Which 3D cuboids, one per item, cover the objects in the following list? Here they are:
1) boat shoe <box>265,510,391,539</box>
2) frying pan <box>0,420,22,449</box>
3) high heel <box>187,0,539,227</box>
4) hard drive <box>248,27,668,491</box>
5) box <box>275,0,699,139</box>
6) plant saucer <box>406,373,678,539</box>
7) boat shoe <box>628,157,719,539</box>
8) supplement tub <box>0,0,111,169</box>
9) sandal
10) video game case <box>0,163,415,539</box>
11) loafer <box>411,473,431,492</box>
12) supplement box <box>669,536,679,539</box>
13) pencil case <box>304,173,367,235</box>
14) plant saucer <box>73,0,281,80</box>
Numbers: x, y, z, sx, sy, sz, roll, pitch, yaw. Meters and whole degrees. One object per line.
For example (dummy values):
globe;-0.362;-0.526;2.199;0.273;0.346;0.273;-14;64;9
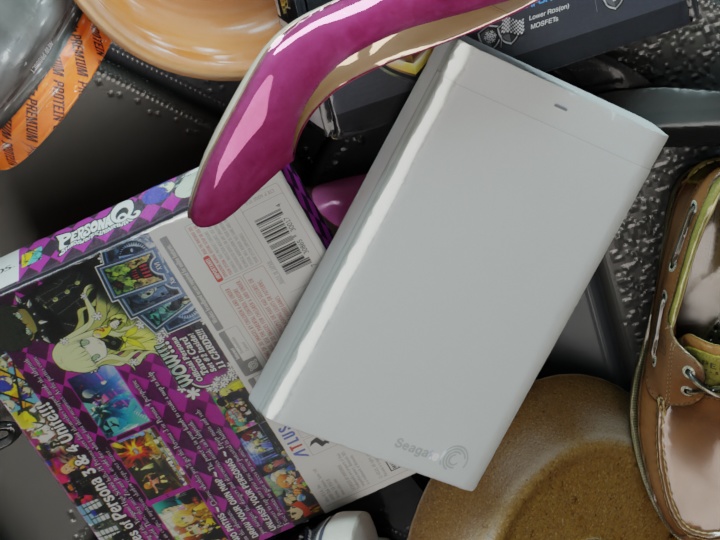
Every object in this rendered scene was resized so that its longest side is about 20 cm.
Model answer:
boat shoe;-0.034;0.166;1.466;0.092;0.200;0.075;-5;78;5
frying pan;-0.283;0.104;1.499;0.190;0.031;0.115;-42;113;12
high heel;0.007;-0.086;1.276;0.096;0.067;0.201;35;80;0
hard drive;0.047;-0.002;1.359;0.131;0.026;0.201;21;103;-32
box;0.047;-0.185;1.331;0.199;0.050;0.200;-18;112;-15
plant saucer;0.107;0.156;1.484;0.199;0.035;0.202;-10;106;-38
boat shoe;0.175;0.044;1.440;0.071;0.068;0.202;-1;94;-1
supplement tub;-0.219;-0.143;1.333;0.200;0.123;0.123;37;109;-20
sandal;0.114;-0.088;1.418;0.199;0.075;0.048;0;82;-5
video game case;-0.078;0.050;1.394;0.180;0.036;0.201;-25;124;10
loafer;0.066;0.104;1.508;0.072;0.073;0.201;-31;122;-5
supplement box;0.302;0.169;1.451;0.199;0.197;0.133;-33;115;-6
pencil case;0.000;0.000;1.437;0.198;0.091;0.094;-12;81;5
plant saucer;-0.062;-0.191;1.334;0.199;0.037;0.202;-6;106;-23
